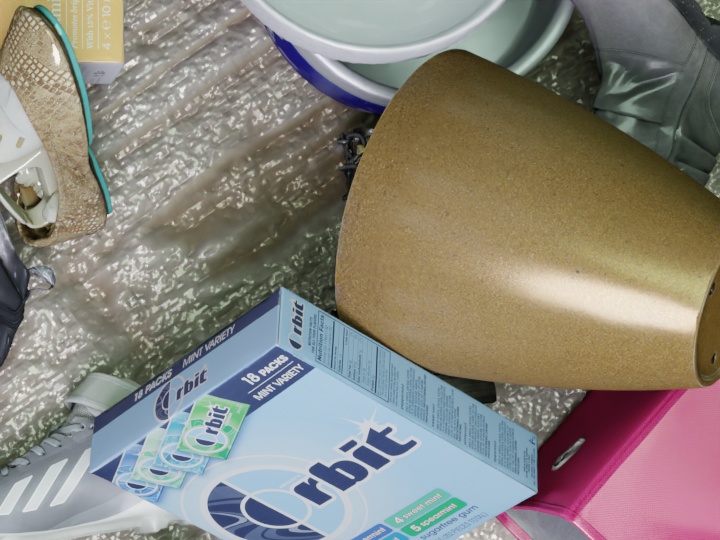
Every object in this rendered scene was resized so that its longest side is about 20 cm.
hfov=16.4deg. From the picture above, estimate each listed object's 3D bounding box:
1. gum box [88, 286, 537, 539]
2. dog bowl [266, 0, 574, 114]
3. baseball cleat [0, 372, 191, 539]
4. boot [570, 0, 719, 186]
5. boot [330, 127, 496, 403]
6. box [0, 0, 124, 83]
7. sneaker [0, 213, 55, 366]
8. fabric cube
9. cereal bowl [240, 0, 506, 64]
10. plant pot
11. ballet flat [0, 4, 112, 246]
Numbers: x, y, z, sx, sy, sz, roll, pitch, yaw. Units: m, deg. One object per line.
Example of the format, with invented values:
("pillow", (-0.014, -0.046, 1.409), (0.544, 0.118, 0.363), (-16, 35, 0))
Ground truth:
("gum box", (-0.026, 0.106, 1.438), (0.200, 0.170, 0.045), (32, 43, -30))
("dog bowl", (0.033, -0.197, 1.530), (0.199, 0.079, 0.202), (1, 87, -11))
("baseball cleat", (-0.186, 0.118, 1.491), (0.199, 0.070, 0.107), (-4, 82, -21))
("boot", (0.152, -0.113, 1.485), (0.199, 0.070, 0.132), (31, 92, -22))
("boot", (0.000, 0.000, 1.531), (0.199, 0.069, 0.175), (-2, 87, -22))
("box", (-0.241, -0.179, 1.474), (0.199, 0.097, 0.125), (0, 87, -11))
("sneaker", (-0.278, -0.015, 1.472), (0.200, 0.075, 0.114), (36, 80, -13))
("fabric cube", (0.228, 0.136, 1.498), (0.200, 0.196, 0.199), (43, 81, -5))
("cereal bowl", (0.003, -0.210, 1.428), (0.199, 0.083, 0.201), (1, 78, -6))
("plant pot", (0.117, -0.010, 1.398), (0.199, 0.186, 0.187), (18, 82, 26))
("ballet flat", (-0.187, -0.073, 1.434), (0.065, 0.200, 0.071), (-31, 59, -15))
